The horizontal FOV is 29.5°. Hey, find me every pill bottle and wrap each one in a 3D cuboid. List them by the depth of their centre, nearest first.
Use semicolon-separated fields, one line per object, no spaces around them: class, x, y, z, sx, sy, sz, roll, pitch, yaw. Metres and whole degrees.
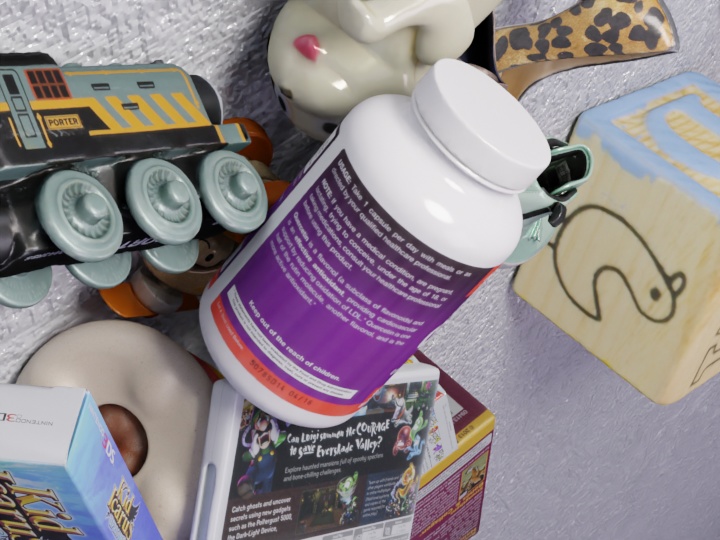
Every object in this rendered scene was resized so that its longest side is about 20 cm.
pill bottle;0.008;-0.014;0.731;0.200;0.113;0.112;-47;156;29

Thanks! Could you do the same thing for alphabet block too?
alphabet block;0.288;-0.034;1.237;0.196;0.195;0.201;-21;140;-40

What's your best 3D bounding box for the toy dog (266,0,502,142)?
toy dog;0.018;-0.164;0.772;0.200;0.139;0.194;-56;170;15

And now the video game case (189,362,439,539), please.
video game case;-0.030;0.152;0.855;0.200;0.023;0.183;0;102;-51

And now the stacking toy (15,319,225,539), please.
stacking toy;-0.125;0.096;0.897;0.146;0.146;0.200;-57;170;13

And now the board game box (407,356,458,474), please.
board game box;-0.039;0.138;1.037;0.200;0.103;0.105;-35;149;-12

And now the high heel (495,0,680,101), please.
high heel;0.128;-0.122;0.944;0.071;0.142;0.200;-17;138;-47

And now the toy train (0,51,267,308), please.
toy train;-0.130;-0.053;0.686;0.085;0.114;0.200;-28;172;37

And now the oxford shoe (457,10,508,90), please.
oxford shoe;0.049;-0.090;0.838;0.071;0.201;0.073;24;142;-28

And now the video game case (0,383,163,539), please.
video game case;-0.210;0.122;0.723;0.200;0.180;0.046;81;14;-55

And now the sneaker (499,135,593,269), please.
sneaker;0.132;-0.051;1.008;0.118;0.074;0.200;-18;172;30

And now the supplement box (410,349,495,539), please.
supplement box;0.036;0.191;1.235;0.131;0.103;0.200;-34;148;-28

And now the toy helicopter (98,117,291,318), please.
toy helicopter;-0.083;0.008;0.861;0.132;0.079;0.200;-30;142;-3
